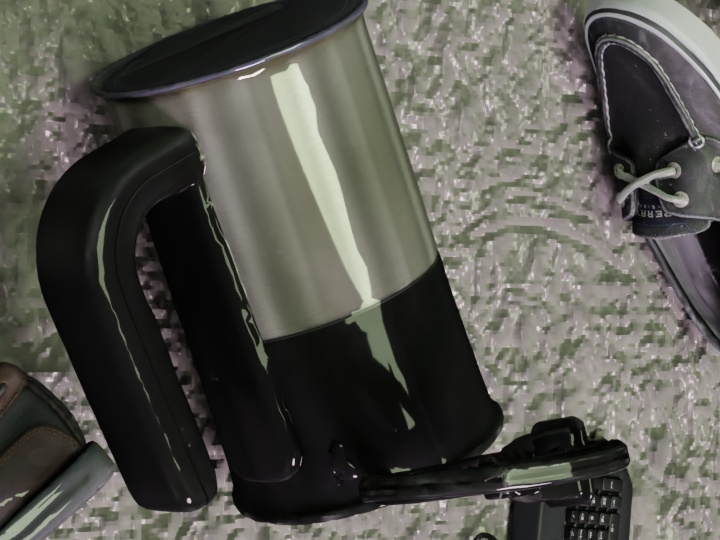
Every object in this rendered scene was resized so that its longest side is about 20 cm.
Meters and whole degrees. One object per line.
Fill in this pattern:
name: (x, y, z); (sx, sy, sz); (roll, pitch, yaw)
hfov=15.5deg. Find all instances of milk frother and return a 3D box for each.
milk frother: (0.000, 0.000, 1.018); (0.181, 0.200, 0.188); (-45, 120, -56)

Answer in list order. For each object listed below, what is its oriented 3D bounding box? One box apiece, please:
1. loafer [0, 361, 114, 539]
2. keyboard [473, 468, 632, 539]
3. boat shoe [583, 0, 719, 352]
loafer: (-0.179, 0.108, 0.967); (0.200, 0.072, 0.063); (-39, 94, -33)
keyboard: (0.094, 0.188, 1.221); (0.104, 0.040, 0.200); (8, 84, -42)
boat shoe: (0.151, -0.043, 1.256); (0.068, 0.072, 0.200); (-51, 128, -31)
